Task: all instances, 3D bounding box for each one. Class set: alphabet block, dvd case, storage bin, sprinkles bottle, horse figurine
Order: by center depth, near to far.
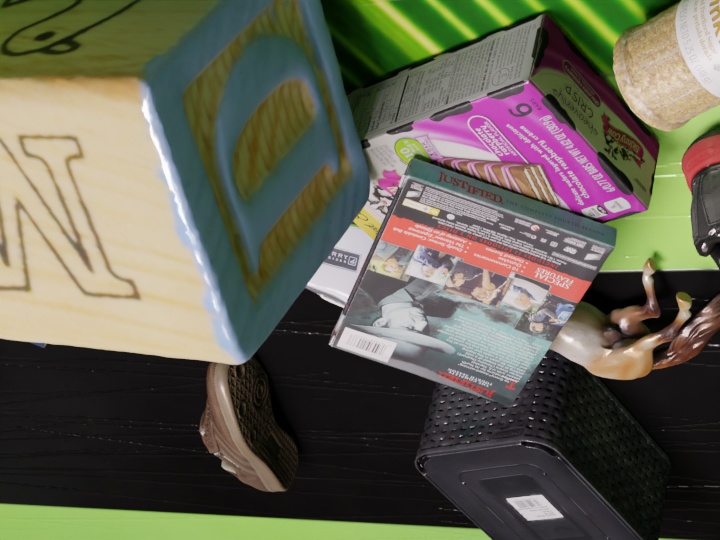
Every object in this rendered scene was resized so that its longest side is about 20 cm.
[{"bbox_3d":[0.232,-0.143,0.892,0.068,0.069,0.200,34,143,-24],"label":"sprinkles bottle"},{"bbox_3d":[-0.136,-0.078,0.990,0.199,0.196,0.197,4,126,28],"label":"alphabet block"},{"bbox_3d":[0.071,0.014,1.106,0.145,0.022,0.200,18,140,-4],"label":"dvd case"},{"bbox_3d":[0.168,0.032,1.188,0.199,0.050,0.133,17,141,5],"label":"horse figurine"},{"bbox_3d":[0.154,0.161,1.338,0.135,0.094,0.200,-12,137,37],"label":"storage bin"}]

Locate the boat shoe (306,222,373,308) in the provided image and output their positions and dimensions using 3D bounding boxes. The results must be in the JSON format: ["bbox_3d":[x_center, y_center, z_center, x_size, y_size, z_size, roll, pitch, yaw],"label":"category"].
[{"bbox_3d":[0.000,0.000,1.205,0.199,0.072,0.068,16,-178,0],"label":"boat shoe"}]

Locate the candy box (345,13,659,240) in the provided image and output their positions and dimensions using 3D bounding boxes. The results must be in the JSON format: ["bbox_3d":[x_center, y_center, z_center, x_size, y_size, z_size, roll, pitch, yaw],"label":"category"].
[{"bbox_3d":[0.075,-0.075,1.066,0.199,0.061,0.136,-17,134,41],"label":"candy box"}]

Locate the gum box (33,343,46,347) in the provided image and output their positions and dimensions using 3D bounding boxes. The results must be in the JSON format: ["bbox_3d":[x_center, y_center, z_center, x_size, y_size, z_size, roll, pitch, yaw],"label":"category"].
[{"bbox_3d":[-0.334,-0.026,1.335,0.199,0.045,0.170,23,145,-6],"label":"gum box"}]

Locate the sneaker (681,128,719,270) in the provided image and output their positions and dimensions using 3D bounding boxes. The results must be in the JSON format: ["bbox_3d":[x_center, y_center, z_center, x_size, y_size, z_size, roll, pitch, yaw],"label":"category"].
[{"bbox_3d":[0.287,-0.008,1.035,0.200,0.098,0.071,28,143,-18],"label":"sneaker"}]

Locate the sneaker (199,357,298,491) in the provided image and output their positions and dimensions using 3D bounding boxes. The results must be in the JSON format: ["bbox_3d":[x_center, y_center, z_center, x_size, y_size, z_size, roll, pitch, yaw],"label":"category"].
[{"bbox_3d":[-0.117,0.139,1.448,0.075,0.071,0.201,5,144,20],"label":"sneaker"}]
